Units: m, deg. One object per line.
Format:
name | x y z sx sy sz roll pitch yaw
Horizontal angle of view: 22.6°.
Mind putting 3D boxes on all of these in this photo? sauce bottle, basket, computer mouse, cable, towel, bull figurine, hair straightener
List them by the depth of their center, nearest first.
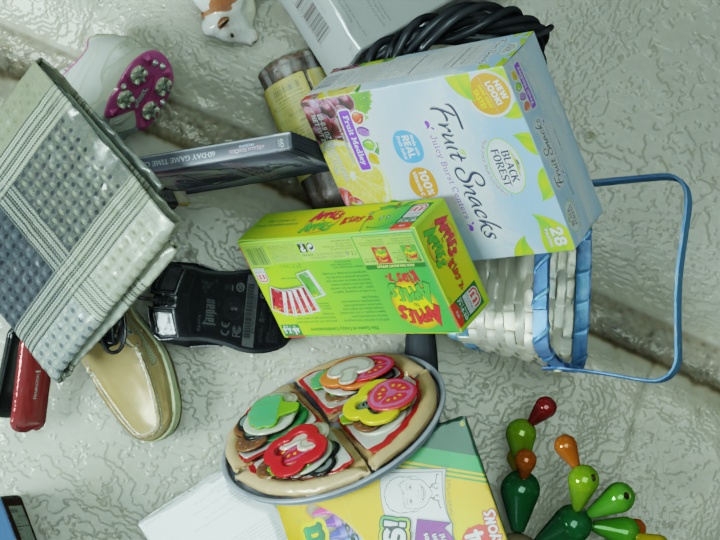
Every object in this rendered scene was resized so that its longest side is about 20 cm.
towel | -0.247 -0.041 1.464 0.193 0.035 0.200 49 120 14
hair straightener | -0.293 0.033 1.540 0.041 0.077 0.200 -7 109 -38
basket | 0.181 0.002 1.542 0.200 0.139 0.177 3 81 27
computer mouse | -0.147 0.002 1.550 0.200 0.046 0.141 1 88 -33
cable | 0.078 -0.169 1.563 0.200 0.163 0.051 -32 50 1
sauce bottle | -0.029 -0.095 1.588 0.065 0.065 0.200 -20 83 -6
bull figurine | -0.125 -0.303 1.611 0.121 0.065 0.200 -31 88 -11

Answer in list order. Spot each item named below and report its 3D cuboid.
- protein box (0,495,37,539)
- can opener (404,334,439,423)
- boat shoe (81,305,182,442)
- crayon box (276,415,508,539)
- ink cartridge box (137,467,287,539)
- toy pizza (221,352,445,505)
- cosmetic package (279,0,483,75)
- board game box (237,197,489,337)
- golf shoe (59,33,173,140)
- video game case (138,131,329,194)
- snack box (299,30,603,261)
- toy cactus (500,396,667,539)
protein box | -0.345 0.312 1.477 0.198 0.135 0.200 -21 84 -6
can opener | 0.051 0.139 1.563 0.079 0.063 0.200 4 83 -3
boat shoe | -0.222 0.058 1.542 0.072 0.076 0.200 -31 80 18
crayon box | 0.038 0.242 1.493 0.172 0.058 0.200 -19 85 1
ink cartridge box | -0.093 0.271 1.543 0.109 0.050 0.200 -32 87 -8
toy pizza | -0.026 0.123 1.501 0.200 0.200 0.032 -26 117 -7
cosmetic package | 0.036 -0.264 1.584 0.200 0.081 0.113 -30 84 -25
board game box | 0.000 0.000 1.496 0.048 0.200 0.102 -46 120 -39
golf shoe | -0.249 -0.121 1.584 0.092 0.075 0.200 37 89 33
video game case | -0.129 -0.085 1.510 0.200 0.143 0.019 -7 85 16
snack box | 0.073 -0.092 1.456 0.068 0.200 0.169 -50 124 -46
toy cactus | 0.163 0.226 1.558 0.165 0.102 0.200 -35 88 11
